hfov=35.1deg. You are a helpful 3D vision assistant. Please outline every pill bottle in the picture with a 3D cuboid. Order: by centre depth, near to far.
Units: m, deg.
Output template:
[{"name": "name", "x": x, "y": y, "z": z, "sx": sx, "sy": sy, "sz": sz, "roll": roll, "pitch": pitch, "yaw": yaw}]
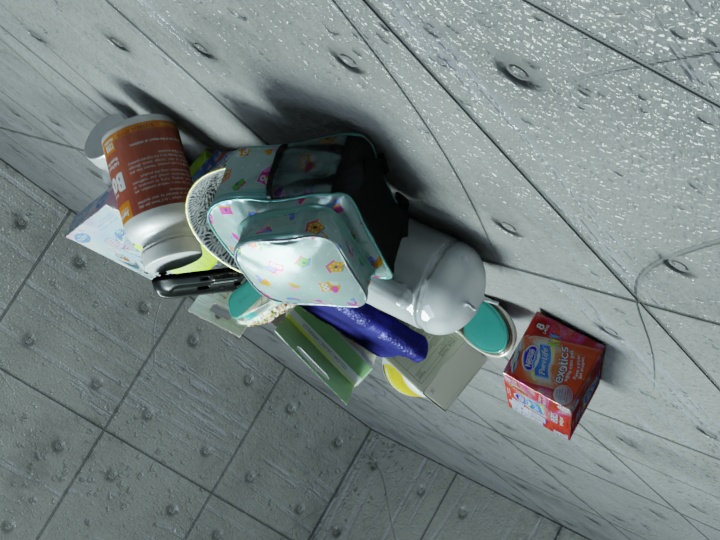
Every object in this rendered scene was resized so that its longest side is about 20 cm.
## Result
[{"name": "pill bottle", "x": -0.286, "y": -0.106, "z": 1.591, "sx": 0.112, "sy": 0.110, "sz": 0.203, "roll": 93, "pitch": 160, "yaw": -78}, {"name": "pill bottle", "x": -0.333, "y": -0.153, "z": 1.776, "sx": 0.110, "sy": 0.112, "sz": 0.200, "roll": 20, "pitch": 164, "yaw": 44}, {"name": "pill bottle", "x": 0.109, "y": 0.153, "z": 1.882, "sx": 0.111, "sy": 0.113, "sz": 0.200, "roll": 33, "pitch": 170, "yaw": -8}]

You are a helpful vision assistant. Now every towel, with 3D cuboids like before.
[{"name": "towel", "x": -0.010, "y": 0.054, "z": 1.539, "sx": 0.199, "sy": 0.050, "sz": 0.147, "roll": 34, "pitch": 165, "yaw": -23}]

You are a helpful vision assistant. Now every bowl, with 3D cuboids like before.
[{"name": "bowl", "x": -0.110, "y": -0.086, "z": 1.414, "sx": 0.197, "sy": 0.095, "sz": 0.203, "roll": 10, "pitch": 139, "yaw": 9}]

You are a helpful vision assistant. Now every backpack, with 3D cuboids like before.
[{"name": "backpack", "x": -0.067, "y": -0.052, "z": 1.245, "sx": 0.197, "sy": 0.155, "sz": 0.176, "roll": 7, "pitch": 152, "yaw": 28}]

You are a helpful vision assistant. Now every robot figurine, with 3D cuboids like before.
[{"name": "robot figurine", "x": 0.066, "y": 0.003, "z": 1.344, "sx": 0.198, "sy": 0.115, "sz": 0.169, "roll": 25, "pitch": -151, "yaw": 25}]

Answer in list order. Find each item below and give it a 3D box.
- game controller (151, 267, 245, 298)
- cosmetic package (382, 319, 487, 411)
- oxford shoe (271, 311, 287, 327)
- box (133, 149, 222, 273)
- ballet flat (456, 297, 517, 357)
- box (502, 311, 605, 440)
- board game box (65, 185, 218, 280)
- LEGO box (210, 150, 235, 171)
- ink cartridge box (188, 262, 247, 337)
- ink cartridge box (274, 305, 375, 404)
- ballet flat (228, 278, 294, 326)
[{"name": "game controller", "x": -0.197, "y": 0.007, "z": 1.618, "sx": 0.196, "sy": 0.043, "sz": 0.104, "roll": -8, "pitch": 170, "yaw": -14}, {"name": "cosmetic package", "x": 0.081, "y": 0.102, "z": 1.662, "sx": 0.200, "sy": 0.104, "sz": 0.073, "roll": 41, "pitch": 180, "yaw": 44}, {"name": "oxford shoe", "x": -0.094, "y": 0.061, "z": 1.823, "sx": 0.198, "sy": 0.071, "sz": 0.072, "roll": 33, "pitch": 133, "yaw": 16}, {"name": "box", "x": -0.231, "y": -0.083, "z": 1.689, "sx": 0.121, "sy": 0.200, "sz": 0.048, "roll": 36, "pitch": -161, "yaw": -26}, {"name": "ballet flat", "x": 0.158, "y": 0.066, "z": 1.534, "sx": 0.069, "sy": 0.070, "sz": 0.199, "roll": 40, "pitch": 171, "yaw": -37}, {"name": "box", "x": 0.251, "y": 0.140, "z": 1.478, "sx": 0.099, "sy": 0.096, "sz": 0.200, "roll": 27, "pitch": 168, "yaw": 18}, {"name": "board game box", "x": -0.344, "y": -0.050, "z": 1.810, "sx": 0.197, "sy": 0.044, "sz": 0.199, "roll": 28, "pitch": 154, "yaw": -24}, {"name": "LEGO box", "x": -0.109, "y": -0.076, "z": 1.573, "sx": 0.199, "sy": 0.078, "sz": 0.148, "roll": 37, "pitch": 169, "yaw": -25}, {"name": "ink cartridge box", "x": -0.160, "y": 0.012, "z": 1.779, "sx": 0.160, "sy": 0.202, "sz": 0.050, "roll": 19, "pitch": 161, "yaw": 49}, {"name": "ink cartridge box", "x": -0.046, "y": 0.102, "z": 1.607, "sx": 0.146, "sy": 0.048, "sz": 0.200, "roll": 46, "pitch": -174, "yaw": -2}, {"name": "ballet flat", "x": -0.089, "y": 0.015, "z": 1.411, "sx": 0.063, "sy": 0.077, "sz": 0.199, "roll": 7, "pitch": 158, "yaw": -40}]
